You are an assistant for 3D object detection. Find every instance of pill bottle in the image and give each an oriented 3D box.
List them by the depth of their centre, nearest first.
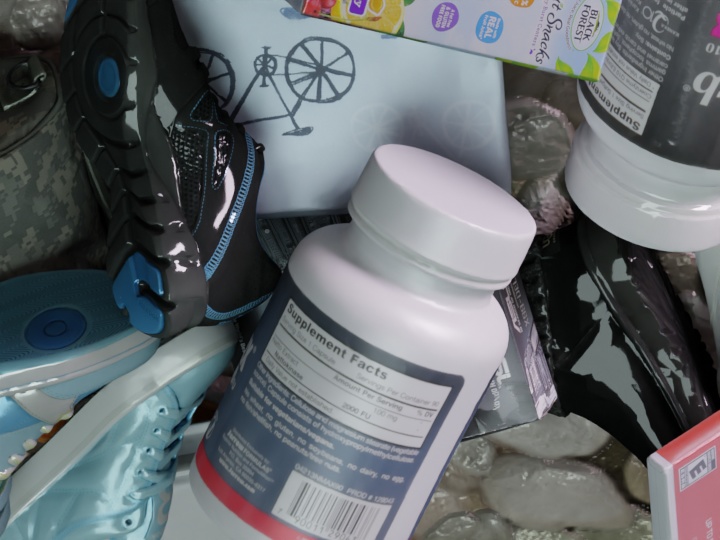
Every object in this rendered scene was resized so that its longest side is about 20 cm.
[{"bbox_3d":[0.172,-0.115,1.345,0.116,0.117,0.200,13,127,-3],"label":"pill bottle"},{"bbox_3d":[0.005,0.045,1.369,0.119,0.120,0.200,23,109,-11],"label":"pill bottle"}]

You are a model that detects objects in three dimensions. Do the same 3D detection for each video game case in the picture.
[{"bbox_3d":[0.240,0.105,1.491,0.200,0.017,0.143,-31,135,-22],"label":"video game case"}]

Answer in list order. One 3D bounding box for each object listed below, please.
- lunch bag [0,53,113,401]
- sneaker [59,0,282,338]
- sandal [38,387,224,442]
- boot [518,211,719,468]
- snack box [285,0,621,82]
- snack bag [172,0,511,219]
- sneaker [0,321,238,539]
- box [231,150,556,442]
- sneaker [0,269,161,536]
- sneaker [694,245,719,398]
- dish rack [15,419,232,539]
[{"bbox_3d":[-0.209,-0.009,1.472,0.167,0.140,0.200,-17,129,0],"label":"lunch bag"},{"bbox_3d":[-0.095,-0.069,1.374,0.073,0.082,0.201,-9,90,54],"label":"sneaker"},{"bbox_3d":[-0.115,0.100,1.594,0.206,0.059,0.079,13,129,-3],"label":"sandal"},{"bbox_3d":[0.112,0.068,1.518,0.157,0.079,0.212,-22,107,20],"label":"boot"},{"bbox_3d":[0.018,-0.146,1.241,0.142,0.200,0.053,10,106,-19],"label":"snack box"},{"bbox_3d":[-0.014,-0.120,1.388,0.188,0.021,0.201,-4,105,9],"label":"snack bag"},{"bbox_3d":[-0.120,0.103,1.468,0.082,0.074,0.200,48,118,2],"label":"sneaker"},{"bbox_3d":[0.000,0.000,1.453,0.157,0.050,0.201,-14,97,19],"label":"box"},{"bbox_3d":[-0.185,0.082,1.416,0.199,0.080,0.131,-18,128,-1],"label":"sneaker"},{"bbox_3d":[0.221,0.022,1.478,0.073,0.071,0.200,-9,125,15],"label":"sneaker"},{"bbox_3d":[-0.099,0.153,1.590,0.199,0.044,0.172,-11,142,-8],"label":"dish rack"}]
